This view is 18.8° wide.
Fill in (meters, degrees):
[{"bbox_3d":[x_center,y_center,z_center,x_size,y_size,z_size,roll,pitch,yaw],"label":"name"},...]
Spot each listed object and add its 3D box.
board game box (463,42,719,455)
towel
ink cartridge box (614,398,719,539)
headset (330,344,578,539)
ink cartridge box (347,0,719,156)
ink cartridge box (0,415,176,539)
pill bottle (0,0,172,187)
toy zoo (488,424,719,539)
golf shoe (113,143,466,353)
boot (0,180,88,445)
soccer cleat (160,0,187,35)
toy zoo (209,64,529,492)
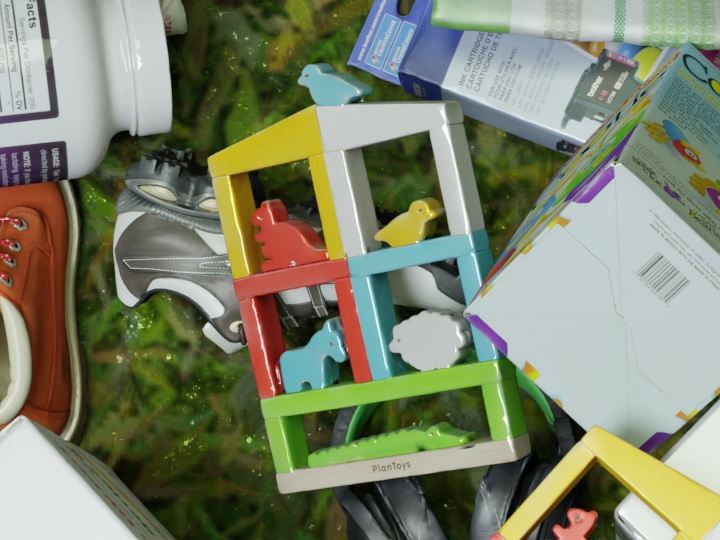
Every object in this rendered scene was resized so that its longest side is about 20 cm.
[{"bbox_3d":[0.139,-0.013,1.010,0.105,0.200,0.103,43,116,-2],"label":"board game box"},{"bbox_3d":[0.137,-0.180,1.114,0.200,0.031,0.149,3,57,-2],"label":"towel"},{"bbox_3d":[0.194,0.095,1.003,0.084,0.200,0.146,43,87,12],"label":"ink cartridge box"},{"bbox_3d":[0.050,0.123,1.070,0.123,0.094,0.200,-11,67,5],"label":"headset"},{"bbox_3d":[0.104,-0.128,1.142,0.200,0.042,0.119,22,82,12],"label":"ink cartridge box"},{"bbox_3d":[-0.120,0.159,1.028,0.088,0.200,0.145,-44,77,-3],"label":"ink cartridge box"},{"bbox_3d":[-0.197,-0.095,1.078,0.200,0.112,0.113,-7,78,-10],"label":"pill bottle"},{"bbox_3d":[0.099,0.157,0.891,0.131,0.020,0.200,41,85,14],"label":"toy zoo"},{"bbox_3d":[-0.033,0.003,1.123,0.200,0.078,0.095,16,98,11],"label":"golf shoe"},{"bbox_3d":[-0.188,-0.005,1.118,0.075,0.107,0.200,-14,75,7],"label":"boot"},{"bbox_3d":[-0.145,-0.142,1.158,0.200,0.070,0.086,-38,83,0],"label":"soccer cleat"},{"bbox_3d":[0.000,0.000,1.043,0.131,0.020,0.200,-12,92,28],"label":"toy zoo"}]
